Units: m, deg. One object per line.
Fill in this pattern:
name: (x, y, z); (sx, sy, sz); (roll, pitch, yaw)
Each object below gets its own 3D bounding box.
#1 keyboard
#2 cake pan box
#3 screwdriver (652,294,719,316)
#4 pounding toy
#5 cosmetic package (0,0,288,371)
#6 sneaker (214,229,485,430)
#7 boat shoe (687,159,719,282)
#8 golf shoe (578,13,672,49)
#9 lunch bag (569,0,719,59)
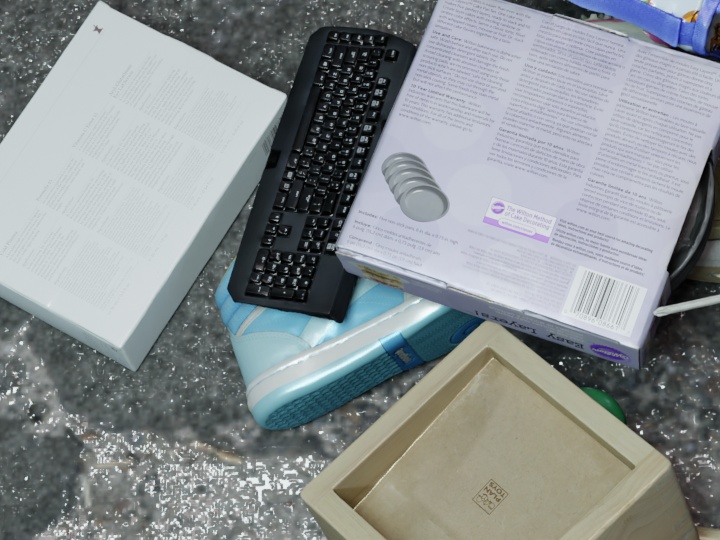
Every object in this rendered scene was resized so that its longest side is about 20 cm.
keyboard: (-0.011, -0.067, 1.554); (0.104, 0.040, 0.200); (9, 66, 15)
cake pan box: (0.109, -0.057, 1.492); (0.200, 0.052, 0.184); (17, 76, 13)
screwdriver: (0.254, 0.007, 1.476); (0.200, 0.029, 0.028); (-10, 85, -33)
pounding toy: (0.112, 0.148, 1.486); (0.200, 0.142, 0.184); (-42, 54, -12)
cosmetic package: (-0.157, -0.056, 1.640); (0.151, 0.052, 0.200); (29, 75, 16)
sneaker: (0.000, 0.000, 1.579); (0.200, 0.080, 0.131); (-26, 68, -3)
boat shoe: (0.244, -0.029, 1.558); (0.200, 0.068, 0.075); (8, 63, -8)
golf shoe: (0.105, -0.103, 1.614); (0.200, 0.075, 0.092); (-15, 75, 11)
lunch bag: (0.181, -0.213, 1.570); (0.170, 0.124, 0.200); (26, 38, 20)
